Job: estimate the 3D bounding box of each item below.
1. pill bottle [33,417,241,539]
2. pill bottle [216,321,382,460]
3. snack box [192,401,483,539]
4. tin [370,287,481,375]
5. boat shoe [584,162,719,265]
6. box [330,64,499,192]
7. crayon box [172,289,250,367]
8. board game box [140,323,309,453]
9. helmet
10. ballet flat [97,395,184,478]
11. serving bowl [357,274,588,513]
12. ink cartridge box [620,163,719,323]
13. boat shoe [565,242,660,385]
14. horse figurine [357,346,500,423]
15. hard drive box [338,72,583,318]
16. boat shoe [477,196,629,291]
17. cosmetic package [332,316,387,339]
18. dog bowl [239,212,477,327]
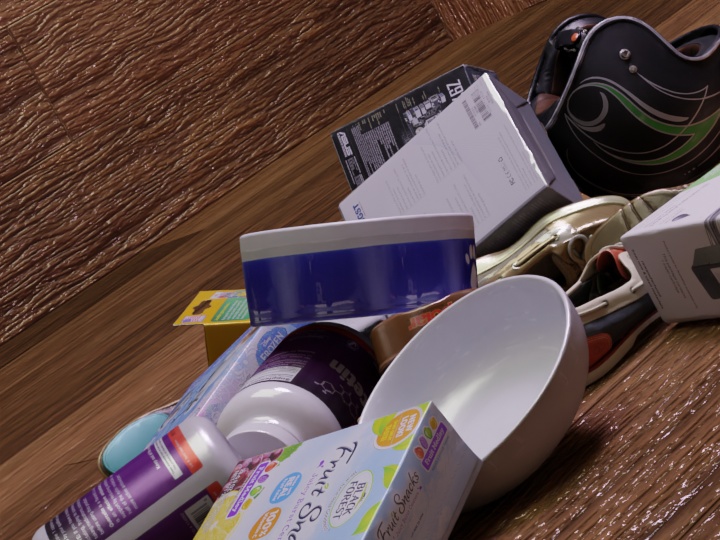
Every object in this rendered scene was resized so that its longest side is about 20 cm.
[{"bbox_3d":[-0.166,0.208,1.494,0.200,0.113,0.112,-36,10,-4],"label":"pill bottle"},{"bbox_3d":[-0.050,0.126,1.649,0.112,0.113,0.200,-25,11,24],"label":"pill bottle"},{"bbox_3d":[-0.034,0.186,1.329,0.199,0.068,0.169,-20,29,41],"label":"snack box"},{"bbox_3d":[0.071,0.057,1.647,0.111,0.042,0.200,-16,-13,6],"label":"tin"},{"bbox_3d":[0.286,-0.041,1.696,0.200,0.073,0.063,-32,-33,5],"label":"boat shoe"},{"bbox_3d":[0.086,-0.078,1.987,0.163,0.201,0.086,-26,-12,24],"label":"box"},{"bbox_3d":[-0.082,0.056,2.072,0.199,0.052,0.126,-3,15,10],"label":"crayon box"},{"bbox_3d":[-0.140,0.133,1.817,0.200,0.043,0.199,-44,9,45],"label":"board game box"},{"bbox_3d":[0.271,-0.160,1.941,0.200,0.190,0.201,-159,90,-79],"label":"helmet"},{"bbox_3d":[-0.182,0.166,2.030,0.199,0.069,0.063,-32,-18,-27],"label":"ballet flat"},{"bbox_3d":[0.089,0.101,1.435,0.200,0.066,0.201,-35,26,20],"label":"serving bowl"},{"bbox_3d":[0.316,-0.036,1.491,0.145,0.084,0.200,-34,11,-27],"label":"ink cartridge box"},{"bbox_3d":[0.203,0.014,1.583,0.071,0.063,0.200,-7,27,46],"label":"boat shoe"},{"bbox_3d":[0.078,0.095,1.603,0.199,0.050,0.132,-32,-5,25],"label":"horse figurine"},{"bbox_3d":[0.093,-0.057,1.864,0.200,0.077,0.156,-40,49,20],"label":"hard drive box"},{"bbox_3d":[0.159,0.004,1.774,0.200,0.073,0.063,-25,45,5],"label":"boat shoe"},{"bbox_3d":[-0.009,0.078,1.893,0.101,0.072,0.200,-29,10,5],"label":"cosmetic package"},{"bbox_3d":[0.000,0.000,1.694,0.199,0.079,0.200,-6,0,0],"label":"dog bowl"}]
